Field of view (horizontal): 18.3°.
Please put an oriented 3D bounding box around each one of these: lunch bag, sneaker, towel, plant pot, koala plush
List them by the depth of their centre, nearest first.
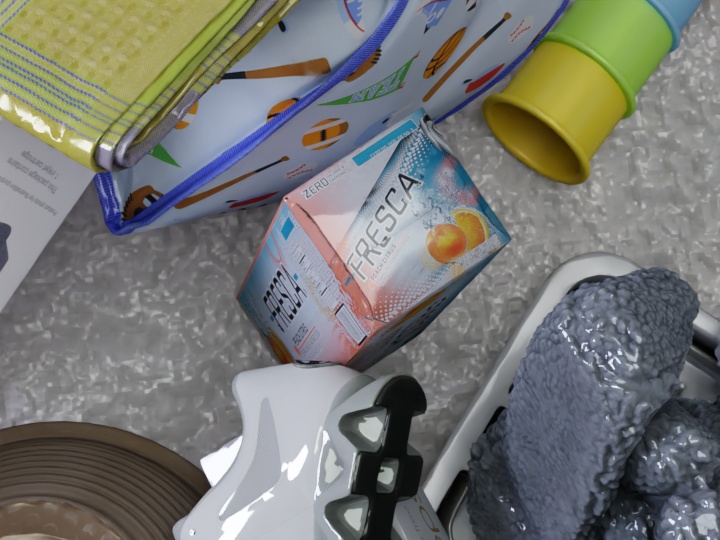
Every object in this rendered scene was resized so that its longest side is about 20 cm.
[{"bbox_3d":[-0.116,-0.122,0.820,0.199,0.023,0.144,29,65,25],"label":"towel"},{"bbox_3d":[-0.036,0.134,0.883,0.088,0.074,0.201,8,81,27],"label":"sneaker"},{"bbox_3d":[-0.129,0.153,0.915,0.200,0.093,0.202,1,71,-2],"label":"plant pot"},{"bbox_3d":[-0.008,-0.113,0.917,0.170,0.200,0.124,-20,82,-54],"label":"lunch bag"},{"bbox_3d":[0.162,0.086,0.926,0.199,0.184,0.178,-23,71,-33],"label":"koala plush"}]

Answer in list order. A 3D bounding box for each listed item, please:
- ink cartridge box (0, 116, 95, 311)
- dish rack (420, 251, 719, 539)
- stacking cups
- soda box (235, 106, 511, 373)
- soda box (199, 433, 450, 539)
[{"bbox_3d":[-0.208,-0.027,0.872,0.144,0.084,0.200,34,89,26],"label":"ink cartridge box"},{"bbox_3d":[0.134,0.108,1.002,0.199,0.044,0.172,33,76,-1],"label":"dish rack"},{"bbox_3d":[0.136,-0.132,1.047,0.060,0.061,0.200,37,72,0],"label":"stacking cups"},{"bbox_3d":[0.000,0.000,0.923,0.068,0.200,0.064,-33,85,-14],"label":"soda box"},{"bbox_3d":[0.014,0.150,0.930,0.068,0.064,0.201,-32,76,13],"label":"soda box"}]
